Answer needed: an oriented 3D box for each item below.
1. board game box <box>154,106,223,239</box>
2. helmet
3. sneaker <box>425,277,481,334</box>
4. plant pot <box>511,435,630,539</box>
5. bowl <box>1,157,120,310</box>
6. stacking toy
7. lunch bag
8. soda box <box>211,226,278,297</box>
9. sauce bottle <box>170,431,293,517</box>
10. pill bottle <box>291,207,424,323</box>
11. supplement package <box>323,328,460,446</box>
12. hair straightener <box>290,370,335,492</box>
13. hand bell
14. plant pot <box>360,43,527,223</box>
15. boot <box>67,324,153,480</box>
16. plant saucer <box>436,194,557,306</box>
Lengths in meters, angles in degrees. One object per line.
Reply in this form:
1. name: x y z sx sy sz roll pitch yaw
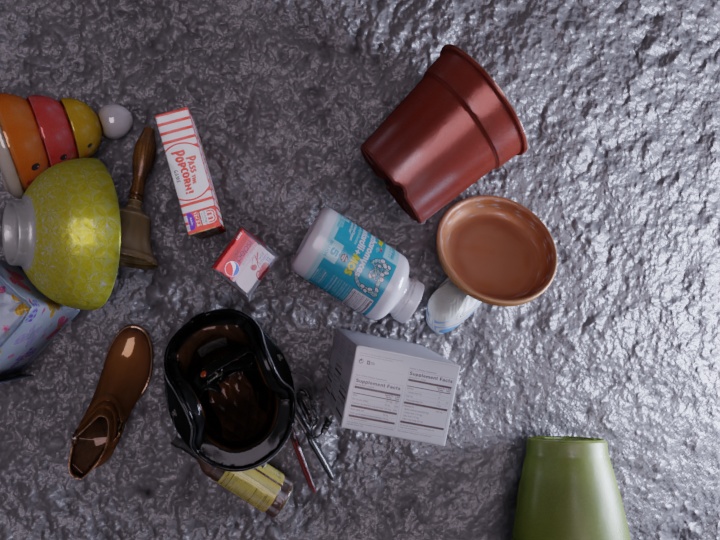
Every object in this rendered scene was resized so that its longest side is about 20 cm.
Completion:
1. board game box: -0.232 -0.126 0.906 0.045 0.200 0.156 -16 95 -9
2. helmet: -0.182 0.176 0.925 0.195 0.202 0.194 -20 131 -9
3. sneaker: 0.180 0.026 1.060 0.198 0.073 0.072 -39 68 -19
4. plant pot: 0.334 0.368 1.037 0.194 0.200 0.200 3 79 -10
5. bowl: -0.403 -0.048 0.851 0.106 0.197 0.207 -2 92 -42
6. stacking toy: -0.421 -0.198 0.921 0.196 0.145 0.150 -21 95 -24
7. lunch bag: -0.504 0.095 0.878 0.127 0.170 0.200 44 84 0
8. soda box: -0.162 -0.012 0.921 0.063 0.200 0.071 37 85 -8
9. sauce bottle: -0.197 0.298 0.992 0.198 0.065 0.065 37 85 -8
10. pill bottle: 0.000 0.000 0.996 0.197 0.111 0.113 31 86 -10
11. supplement package: 0.039 0.165 0.961 0.151 0.200 0.115 12 90 -10
12. hair straightener: -0.082 0.241 1.028 0.075 0.041 0.205 -23 91 -9
13. hand bell: -0.329 -0.114 0.959 0.101 0.104 0.207 10 77 -10
14. plant pot: 0.115 -0.192 0.982 0.194 0.201 0.202 -40 97 2
15. boot: -0.350 0.183 0.914 0.071 0.155 0.206 15 89 -9
16. plant saucer: 0.213 -0.029 1.030 0.193 0.038 0.205 3 58 -5
